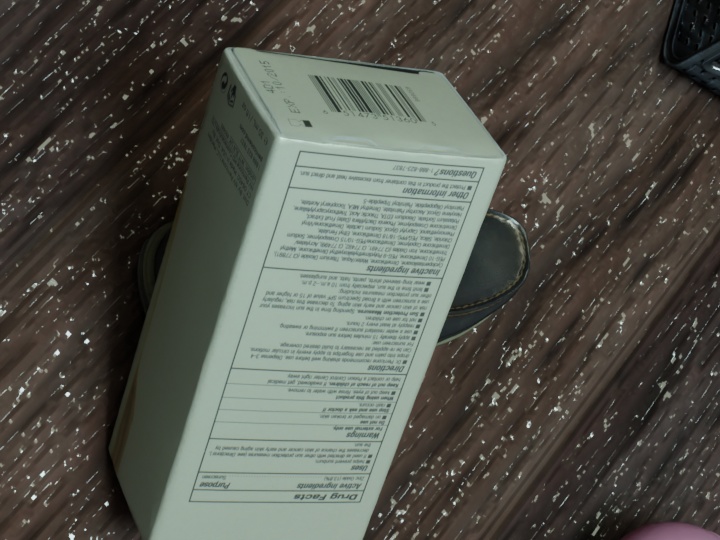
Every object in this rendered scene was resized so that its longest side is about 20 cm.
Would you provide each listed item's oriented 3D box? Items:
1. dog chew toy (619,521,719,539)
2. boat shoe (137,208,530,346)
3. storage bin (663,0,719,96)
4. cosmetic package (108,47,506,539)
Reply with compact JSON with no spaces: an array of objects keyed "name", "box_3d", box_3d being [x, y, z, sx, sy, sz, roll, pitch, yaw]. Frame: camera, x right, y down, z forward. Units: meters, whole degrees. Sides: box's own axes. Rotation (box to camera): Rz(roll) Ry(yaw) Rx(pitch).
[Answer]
[{"name":"dog chew toy","box_3d":[0.115,0.192,0.876,0.125,0.124,0.200,50,51,-8]},{"name":"boat shoe","box_3d":[0.000,0.000,0.885,0.198,0.073,0.075,-7,80,-30]},{"name":"storage bin","box_3d":[0.254,-0.185,1.038,0.093,0.135,0.201,28,65,-19]},{"name":"cosmetic package","box_3d":[-0.027,0.017,0.795,0.104,0.201,0.071,5,32,-28]}]
